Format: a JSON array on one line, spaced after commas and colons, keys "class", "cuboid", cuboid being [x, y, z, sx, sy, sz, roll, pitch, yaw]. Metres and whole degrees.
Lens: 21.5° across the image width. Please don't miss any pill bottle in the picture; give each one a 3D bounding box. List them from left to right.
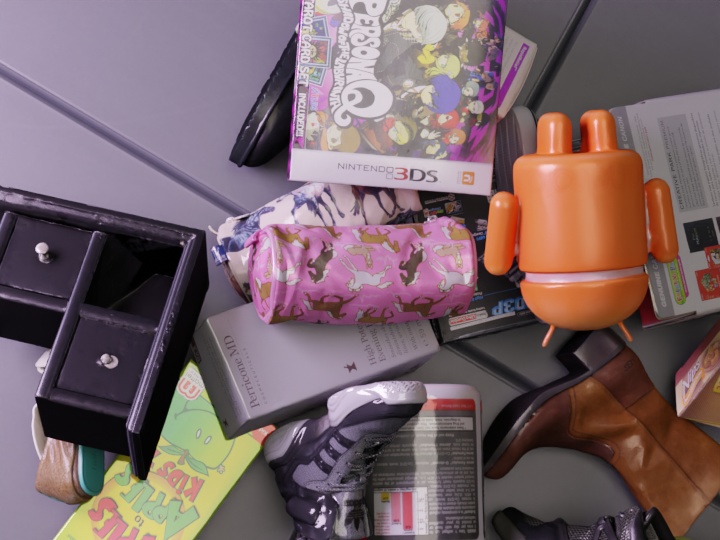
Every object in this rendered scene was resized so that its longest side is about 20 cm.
[{"class": "pill bottle", "cuboid": [0.054, 0.205, 1.693, 0.114, 0.116, 0.202, 0, 83, -8]}]

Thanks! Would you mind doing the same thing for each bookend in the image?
[{"class": "bookend", "cuboid": [-0.249, 0.049, 1.612, 0.198, 0.092, 0.200, 13, 60, 6]}]

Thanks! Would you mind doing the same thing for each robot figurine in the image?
[{"class": "robot figurine", "cuboid": [0.189, -0.036, 1.636, 0.143, 0.116, 0.202, -8, 96, -41]}]

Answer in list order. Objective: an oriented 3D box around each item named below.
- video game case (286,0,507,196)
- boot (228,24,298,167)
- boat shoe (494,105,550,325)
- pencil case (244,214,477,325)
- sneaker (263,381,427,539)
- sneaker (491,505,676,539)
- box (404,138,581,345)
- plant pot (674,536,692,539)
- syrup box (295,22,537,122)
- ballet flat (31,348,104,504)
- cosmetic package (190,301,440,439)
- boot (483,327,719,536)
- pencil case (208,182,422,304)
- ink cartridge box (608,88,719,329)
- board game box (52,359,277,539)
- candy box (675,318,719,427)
[{"class": "video game case", "cuboid": [0.032, -0.170, 1.637, 0.179, 0.036, 0.202, 5, 96, -7]}, {"class": "boot", "cuboid": [-0.010, -0.148, 1.755, 0.162, 0.073, 0.199, 32, 81, -9]}, {"class": "boat shoe", "cuboid": [0.173, -0.054, 1.727, 0.070, 0.072, 0.202, -13, 95, -18]}, {"class": "pencil case", "cuboid": [0.000, 0.000, 1.648, 0.198, 0.087, 0.083, -3, 126, -19]}, {"class": "sneaker", "cuboid": [-0.003, 0.169, 1.624, 0.075, 0.199, 0.115, 1, 67, -40]}, {"class": "sneaker", "cuboid": [0.207, 0.248, 1.687, 0.114, 0.199, 0.076, -48, 129, -10]}, {"class": "box", "cuboid": [0.148, -0.028, 1.771, 0.198, 0.046, 0.161, -13, 85, -10]}, {"class": "plant pot", "cuboid": [0.301, 0.347, 1.692, 0.198, 0.200, 0.192, 18, 68, -6]}, {"class": "syrup box", "cuboid": [0.051, -0.208, 1.701, 0.199, 0.079, 0.082, 30, 75, -8]}, {"class": "ballet flat", "cuboid": [-0.256, 0.110, 1.683, 0.072, 0.068, 0.202, -6, 67, 23]}, {"class": "cosmetic package", "cuboid": [-0.041, 0.067, 1.693, 0.198, 0.074, 0.102, -20, 78, -26]}, {"class": "boot", "cuboid": [0.227, 0.178, 1.763, 0.200, 0.068, 0.188, 47, 71, -8]}, {"class": "pencil case", "cuboid": [-0.038, -0.048, 1.710, 0.199, 0.078, 0.090, -31, 94, 4]}, {"class": "ink cartridge box", "cuboid": [0.293, -0.056, 1.749, 0.174, 0.084, 0.202, -9, 84, -32]}, {"class": "board game box", "cuboid": [-0.174, 0.191, 1.696, 0.101, 0.048, 0.201, 37, 79, -3]}, {"class": "candy box", "cuboid": [0.404, 0.108, 1.744, 0.198, 0.116, 0.056, 15, 48, -13]}]
